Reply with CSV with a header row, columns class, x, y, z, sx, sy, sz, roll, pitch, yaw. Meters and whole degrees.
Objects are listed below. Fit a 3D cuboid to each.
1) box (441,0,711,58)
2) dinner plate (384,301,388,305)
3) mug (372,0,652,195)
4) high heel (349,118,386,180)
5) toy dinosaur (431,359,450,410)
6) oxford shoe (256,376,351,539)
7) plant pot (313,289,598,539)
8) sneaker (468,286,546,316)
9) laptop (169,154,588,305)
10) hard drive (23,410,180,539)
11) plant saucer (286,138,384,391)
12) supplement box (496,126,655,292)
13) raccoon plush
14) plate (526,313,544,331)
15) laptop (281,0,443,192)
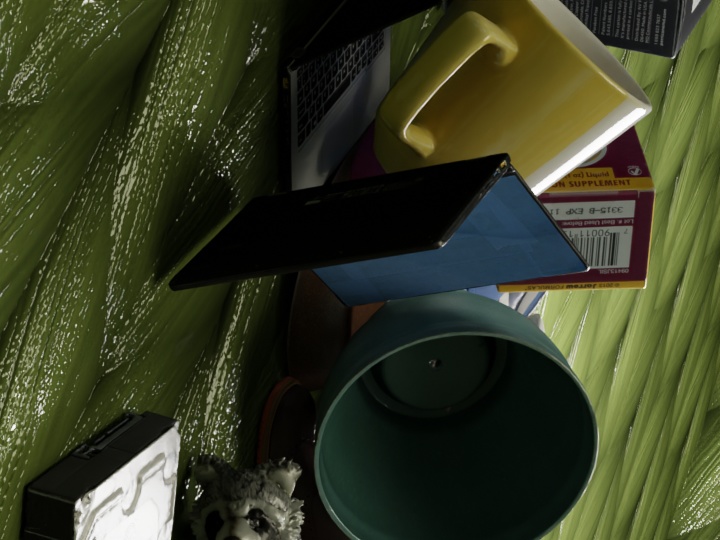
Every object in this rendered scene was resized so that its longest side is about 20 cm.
class,x,y,z,sx,sy,sz,roll,pitch,yaw
box,0.182,-0.260,1.725,0.148,0.199,0.105,-52,150,-54
dinner plate,0.072,-0.057,1.604,0.200,0.024,0.200,-51,172,-10
mug,0.077,-0.116,1.424,0.153,0.150,0.186,-45,128,15
high heel,0.057,-0.138,1.525,0.200,0.067,0.096,-42,149,-23
toy dinosaur,0.051,0.097,1.704,0.136,0.102,0.201,-109,180,-60
oxford shoe,-0.025,0.168,1.582,0.071,0.072,0.201,-46,133,-46
plant pot,0.061,0.094,1.541,0.134,0.199,0.201,-101,-168,-59
sneaker,0.109,0.031,1.944,0.201,0.082,0.074,-61,-169,6
laptop,0.017,0.002,1.361,0.200,0.187,0.116,-49,124,-56
hard drive,-0.158,0.199,1.287,0.140,0.038,0.201,-37,136,-64
plant saucer,0.000,0.000,1.608,0.200,0.036,0.201,16,90,-74
supplement box,0.169,-0.079,1.818,0.200,0.130,0.104,-98,-174,-55
raccoon plush,-0.083,0.184,1.492,0.200,0.096,0.135,-160,-112,-79
plate,0.084,0.149,1.794,0.199,0.032,0.201,-29,-142,57
laptop,0.033,-0.150,1.488,0.187,0.115,0.201,-54,152,-49
